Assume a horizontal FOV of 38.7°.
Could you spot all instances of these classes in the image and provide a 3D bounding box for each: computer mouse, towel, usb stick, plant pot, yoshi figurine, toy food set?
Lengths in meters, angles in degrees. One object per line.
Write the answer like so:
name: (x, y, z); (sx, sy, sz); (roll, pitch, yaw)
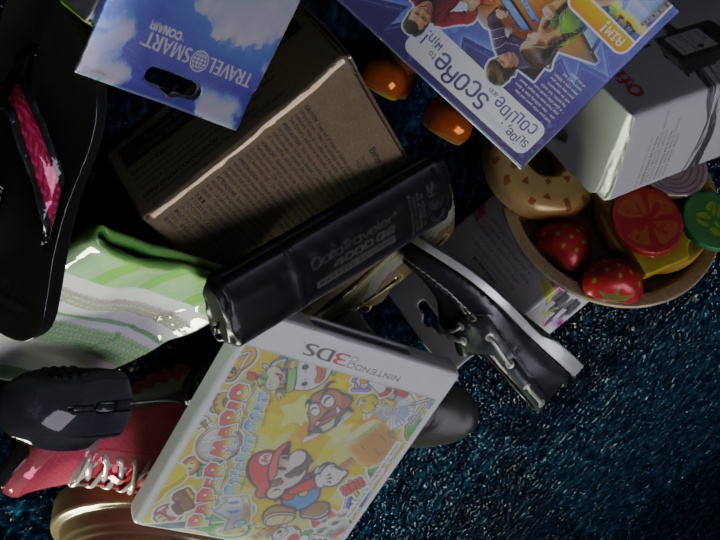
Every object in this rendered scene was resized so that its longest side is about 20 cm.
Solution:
computer mouse: (-0.154, 0.096, 0.724); (0.197, 0.034, 0.060); (1, 90, -28)
towel: (-0.183, 0.035, 0.677); (0.198, 0.031, 0.148); (-25, 155, 32)
usb stick: (-0.017, -0.016, 0.678); (0.199, 0.032, 0.056); (-31, 128, -28)
plant pot: (-0.172, 0.256, 0.880); (0.197, 0.094, 0.202); (3, 147, 2)
yoshi figurine: (0.082, -0.188, 0.668); (0.111, 0.112, 0.201); (19, 110, -40)
toy food set: (0.210, -0.065, 0.849); (0.196, 0.202, 0.049); (-21, 158, -17)

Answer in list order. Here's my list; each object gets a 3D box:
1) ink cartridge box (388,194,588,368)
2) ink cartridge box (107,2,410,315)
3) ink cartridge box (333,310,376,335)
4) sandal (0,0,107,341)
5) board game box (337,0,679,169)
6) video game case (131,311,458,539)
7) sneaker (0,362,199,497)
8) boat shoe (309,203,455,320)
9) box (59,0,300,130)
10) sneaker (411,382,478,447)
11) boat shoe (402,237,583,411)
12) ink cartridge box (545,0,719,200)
ink cartridge box: (0.135, 0.003, 0.927); (0.199, 0.116, 0.068); (-39, 147, 4)
ink cartridge box: (-0.052, -0.060, 0.719); (0.164, 0.075, 0.200); (-38, 145, 0)
ink cartridge box: (-0.054, 0.148, 0.951); (0.198, 0.085, 0.145); (-31, 145, -9)
sandal: (-0.186, -0.053, 0.561); (0.045, 0.074, 0.203); (-17, 123, -61)
board game box: (0.071, -0.176, 0.613); (0.199, 0.035, 0.135); (40, 114, -14)
video game case: (-0.048, 0.126, 0.761); (0.180, 0.023, 0.201); (19, 115, -31)
sneaker: (-0.178, 0.135, 0.776); (0.199, 0.087, 0.074); (-19, 156, -53)
boat shoe: (0.000, 0.000, 0.838); (0.199, 0.074, 0.067); (-35, 141, -4)
box: (-0.074, -0.187, 0.546); (0.121, 0.048, 0.202); (13, 110, -49)
sneaker: (0.011, 0.110, 0.838); (0.197, 0.091, 0.077); (13, 93, -18)
boat shoe: (0.100, 0.046, 0.824); (0.199, 0.076, 0.061); (38, 93, -22)
ink cartridge box: (0.230, -0.156, 0.801); (0.198, 0.146, 0.084); (-20, 144, -24)
